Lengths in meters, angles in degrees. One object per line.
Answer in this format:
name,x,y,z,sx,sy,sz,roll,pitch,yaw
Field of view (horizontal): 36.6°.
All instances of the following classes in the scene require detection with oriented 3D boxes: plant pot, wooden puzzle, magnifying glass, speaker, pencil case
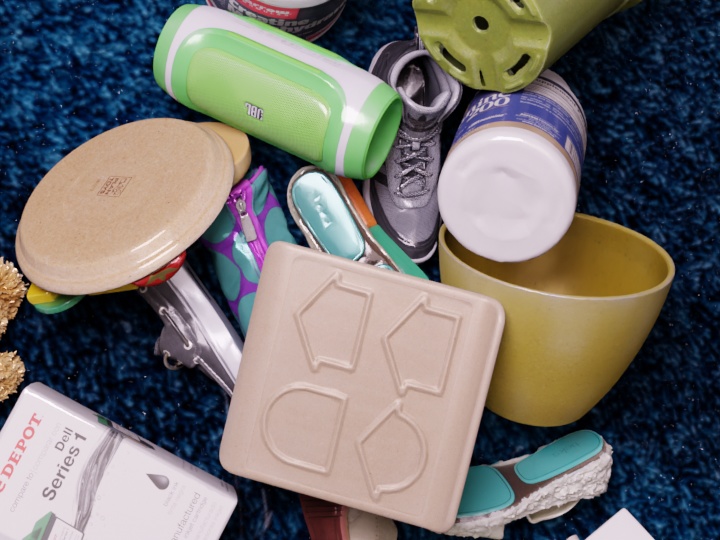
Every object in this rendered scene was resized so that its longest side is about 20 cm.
plant pot,0.157,0.046,0.935,0.196,0.201,0.145,1,114,-10
wooden puzzle,0.000,0.090,0.862,0.196,0.046,0.189,15,94,8
magnifying glass,0.016,-0.016,0.963,0.022,0.080,0.202,-24,80,-26
plant pot,0.137,-0.249,0.897,0.200,0.200,0.191,41,57,-5
speaker,-0.068,-0.147,0.889,0.197,0.088,0.090,25,83,13
pencil case,-0.075,0.019,0.930,0.084,0.092,0.203,-27,92,-10

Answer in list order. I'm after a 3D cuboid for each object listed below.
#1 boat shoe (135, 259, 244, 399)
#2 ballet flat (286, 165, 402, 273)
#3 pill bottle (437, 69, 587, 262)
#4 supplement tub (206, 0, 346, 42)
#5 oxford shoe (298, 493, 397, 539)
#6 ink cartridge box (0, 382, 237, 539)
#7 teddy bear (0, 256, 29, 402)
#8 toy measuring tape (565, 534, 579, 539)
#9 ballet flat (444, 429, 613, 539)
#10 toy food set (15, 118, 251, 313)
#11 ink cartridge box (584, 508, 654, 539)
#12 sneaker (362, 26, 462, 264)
boat shoe,-0.152,0.047,0.929,0.066,0.070,0.201,-35,93,-2
ballet flat,0.000,0.000,0.940,0.067,0.062,0.203,-25,86,3
pill bottle,0.133,-0.101,0.915,0.109,0.201,0.113,7,120,12
supplement tub,-0.063,-0.273,0.893,0.137,0.200,0.143,0,87,-9
oxford shoe,-0.007,0.209,0.955,0.074,0.070,0.204,3,84,-36
ink cartridge box,-0.222,0.203,0.897,0.198,0.084,0.148,29,82,-8
teddy bear,-0.346,0.076,0.892,0.144,0.067,0.202,32,82,-4
toy measuring tape,0.112,0.283,0.953,0.198,0.074,0.074,-28,92,-7
ballet flat,0.139,0.205,0.973,0.196,0.072,0.073,-16,90,-9
toy food set,-0.190,-0.052,0.880,0.194,0.049,0.202,-8,45,17
ink cartridge box,0.179,0.312,0.939,0.199,0.117,0.068,-36,52,-9
sneaker,0.044,-0.109,0.946,0.074,0.114,0.204,-3,87,-9
